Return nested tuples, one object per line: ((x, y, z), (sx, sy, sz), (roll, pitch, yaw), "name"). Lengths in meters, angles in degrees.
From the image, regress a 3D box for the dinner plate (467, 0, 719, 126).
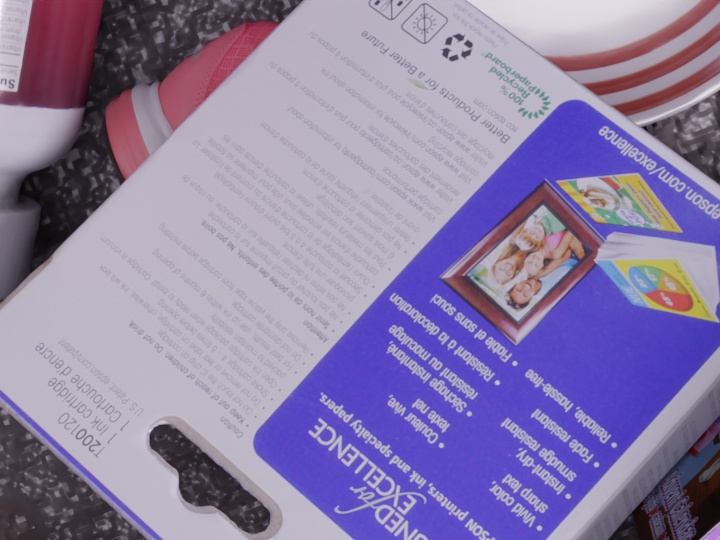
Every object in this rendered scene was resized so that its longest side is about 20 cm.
((0.068, -0.146, 0.916), (0.200, 0.024, 0.201), (1, 97, 7), "dinner plate")

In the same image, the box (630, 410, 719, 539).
((0.144, 0.035, 0.836), (0.137, 0.200, 0.039), (-43, 97, 9), "box")

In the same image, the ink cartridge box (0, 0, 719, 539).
((0.006, 0.018, 0.835), (0.200, 0.043, 0.198), (-45, 63, -10), "ink cartridge box")

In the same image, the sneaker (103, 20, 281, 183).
((0.000, 0.000, 0.916), (0.087, 0.074, 0.200), (-39, 90, 8), "sneaker")

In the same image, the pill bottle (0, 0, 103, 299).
((-0.141, -0.097, 0.905), (0.109, 0.110, 0.201), (11, 98, 6), "pill bottle")
